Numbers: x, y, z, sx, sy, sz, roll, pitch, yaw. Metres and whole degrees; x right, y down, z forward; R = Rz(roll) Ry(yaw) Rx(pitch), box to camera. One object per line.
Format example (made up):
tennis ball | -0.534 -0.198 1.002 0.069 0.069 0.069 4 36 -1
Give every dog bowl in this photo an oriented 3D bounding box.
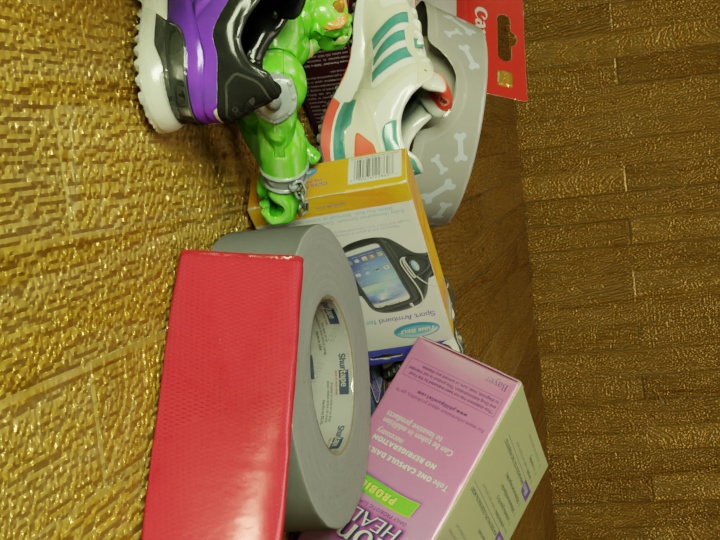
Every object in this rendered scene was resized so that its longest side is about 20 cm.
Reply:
dog bowl | 0.062 -0.132 0.988 0.200 0.058 0.203 -171 -90 -81

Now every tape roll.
tape roll | -0.048 0.072 0.751 0.200 0.065 0.204 -5 90 -76

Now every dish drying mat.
dish drying mat | -0.076 0.082 0.622 0.018 0.076 0.203 94 -1 -62

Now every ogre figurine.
ogre figurine | -0.058 -0.145 0.743 0.120 0.097 0.203 97 9 -71

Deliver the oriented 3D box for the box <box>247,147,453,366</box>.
box | 0.000 0.000 0.851 0.201 0.117 0.042 70 16 -48

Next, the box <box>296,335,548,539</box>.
box | 0.055 0.189 0.890 0.201 0.096 0.176 -58 151 -18

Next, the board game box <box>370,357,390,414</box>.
board game box | 0.022 0.127 1.062 0.136 0.034 0.202 -79 158 -49

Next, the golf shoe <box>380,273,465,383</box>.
golf shoe | 0.052 0.047 1.011 0.200 0.077 0.096 -24 104 -85

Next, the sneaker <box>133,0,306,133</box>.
sneaker | -0.076 -0.182 0.649 0.070 0.098 0.203 25 61 -76

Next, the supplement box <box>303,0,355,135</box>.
supplement box | -0.023 -0.200 0.949 0.201 0.060 0.110 68 23 -48

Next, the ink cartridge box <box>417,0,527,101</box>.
ink cartridge box | 0.081 -0.263 1.121 0.050 0.197 0.163 117 -21 -59

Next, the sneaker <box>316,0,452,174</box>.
sneaker | 0.035 -0.156 0.875 0.070 0.092 0.202 54 48 -58
